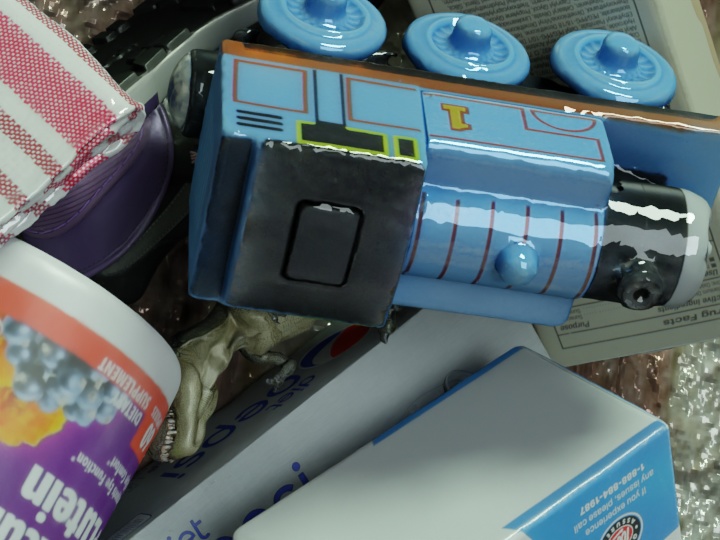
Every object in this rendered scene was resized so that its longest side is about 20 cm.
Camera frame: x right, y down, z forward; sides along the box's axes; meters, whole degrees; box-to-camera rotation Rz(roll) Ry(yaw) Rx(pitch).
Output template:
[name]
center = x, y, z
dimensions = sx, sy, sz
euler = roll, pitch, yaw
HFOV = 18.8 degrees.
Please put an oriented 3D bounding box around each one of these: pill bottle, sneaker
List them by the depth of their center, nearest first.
[pill bottle]
center = -0.151, 0.093, 0.719
dimensions = 0.111, 0.111, 0.201
euler = 35, 70, -23
[sneaker]
center = -0.049, -0.063, 0.823
dimensions = 0.200, 0.076, 0.088
euler = -36, 119, -23

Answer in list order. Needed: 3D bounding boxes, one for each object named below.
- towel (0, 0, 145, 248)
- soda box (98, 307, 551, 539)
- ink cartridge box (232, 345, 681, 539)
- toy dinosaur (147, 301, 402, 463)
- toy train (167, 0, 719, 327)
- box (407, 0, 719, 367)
[towel]
center = -0.187, -0.032, 0.692
dimensions = 0.146, 0.030, 0.200
euler = 41, 68, 14
[soda box]
center = -0.018, 0.075, 0.824
dimensions = 0.200, 0.063, 0.068
euler = -37, 105, -27
[ink cartridge box]
center = 0.048, 0.154, 0.800
dimensions = 0.144, 0.084, 0.201
euler = -31, 128, -28
[toy dinosaur]
center = 0.000, 0.000, 0.809
dimensions = 0.200, 0.088, 0.048
euler = -40, 122, -34
[toy train]
center = 0.032, -0.033, 0.742
dimensions = 0.199, 0.087, 0.115
euler = 9, 37, -10
[box]
center = 0.089, -0.068, 0.838
dimensions = 0.078, 0.094, 0.201
euler = -71, 145, -54
